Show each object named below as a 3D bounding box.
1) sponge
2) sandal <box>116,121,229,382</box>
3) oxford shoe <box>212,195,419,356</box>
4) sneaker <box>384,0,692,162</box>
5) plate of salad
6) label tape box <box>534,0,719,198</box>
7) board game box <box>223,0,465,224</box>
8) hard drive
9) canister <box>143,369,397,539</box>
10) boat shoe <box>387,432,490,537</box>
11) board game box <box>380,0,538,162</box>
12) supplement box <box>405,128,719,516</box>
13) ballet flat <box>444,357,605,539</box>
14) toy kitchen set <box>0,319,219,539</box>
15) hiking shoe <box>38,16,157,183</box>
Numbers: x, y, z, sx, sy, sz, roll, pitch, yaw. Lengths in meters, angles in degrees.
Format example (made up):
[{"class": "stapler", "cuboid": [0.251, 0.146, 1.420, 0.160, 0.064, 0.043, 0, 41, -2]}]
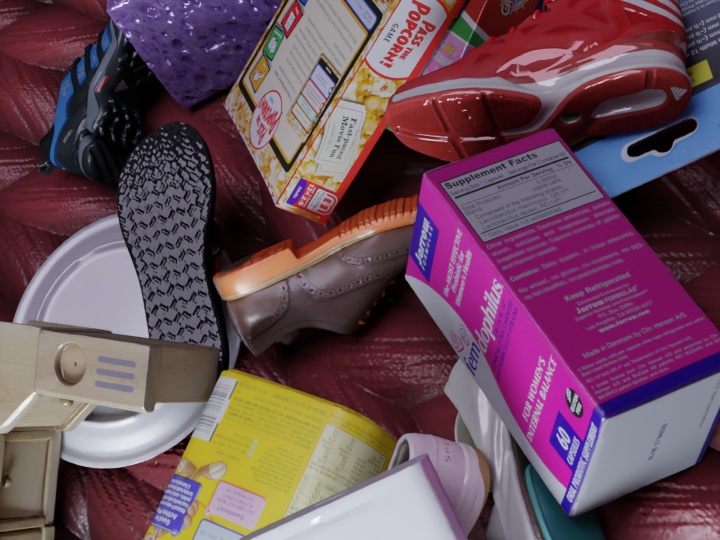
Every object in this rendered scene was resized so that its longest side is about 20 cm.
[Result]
[{"class": "sponge", "cuboid": [-0.088, -0.214, 1.226, 0.198, 0.112, 0.030, -26, 36, 18]}, {"class": "sandal", "cuboid": [-0.132, -0.007, 1.147, 0.074, 0.045, 0.203, -10, 78, 11]}, {"class": "oxford shoe", "cuboid": [0.000, 0.000, 1.102, 0.198, 0.071, 0.074, -20, 98, 11]}, {"class": "sneaker", "cuboid": [0.115, -0.139, 1.016, 0.197, 0.079, 0.117, -4, 56, 19]}, {"class": "plate of salad", "cuboid": [-0.175, 0.052, 1.186, 0.197, 0.048, 0.203, -7, 68, 18]}, {"class": "label tape box", "cuboid": [0.189, -0.135, 1.042, 0.142, 0.066, 0.202, -25, 57, 21]}, {"class": "board game box", "cuboid": [-0.016, -0.159, 1.125, 0.201, 0.046, 0.152, -56, 35, 21]}, {"class": "hard drive", "cuboid": [0.024, 0.224, 0.911, 0.131, 0.026, 0.202, -26, 91, 18]}, {"class": "canister", "cuboid": [-0.072, 0.179, 1.031, 0.147, 0.087, 0.202, 15, 73, 36]}, {"class": "boat shoe", "cuboid": [0.005, 0.189, 0.960, 0.202, 0.069, 0.071, -65, 25, 5]}, {"class": "board game box", "cuboid": [0.063, -0.191, 1.106, 0.153, 0.040, 0.202, 35, 103, 57]}, {"class": "supplement box", "cuboid": [0.120, 0.027, 0.942, 0.102, 0.102, 0.201, -18, 54, -21]}, {"class": "ballet flat", "cuboid": [0.098, 0.131, 0.970, 0.069, 0.069, 0.202, -30, 49, 15]}, {"class": "toy kitchen set", "cuboid": [-0.223, 0.140, 1.061, 0.178, 0.163, 0.203, 6, 90, 31]}, {"class": "hiking shoe", "cuboid": [-0.209, -0.172, 1.306, 0.086, 0.074, 0.202, 11, 72, 35]}]
